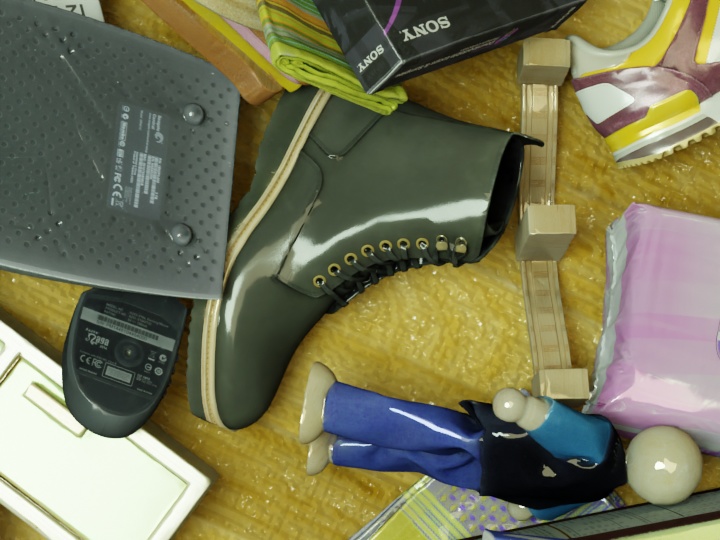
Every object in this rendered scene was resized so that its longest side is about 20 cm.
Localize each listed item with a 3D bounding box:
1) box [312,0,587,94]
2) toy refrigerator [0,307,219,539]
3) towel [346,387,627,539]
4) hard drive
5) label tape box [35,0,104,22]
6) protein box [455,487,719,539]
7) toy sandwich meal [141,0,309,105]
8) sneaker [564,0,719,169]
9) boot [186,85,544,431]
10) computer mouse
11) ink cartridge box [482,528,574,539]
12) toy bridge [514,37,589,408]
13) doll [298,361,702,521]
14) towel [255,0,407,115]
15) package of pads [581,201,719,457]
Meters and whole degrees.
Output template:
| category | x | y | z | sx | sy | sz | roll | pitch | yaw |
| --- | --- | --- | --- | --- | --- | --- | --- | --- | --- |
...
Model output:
| category | x | y | z | sx | sy | sz | roll | pitch | yaw |
| --- | --- | --- | --- | --- | --- | --- | --- | --- | --- |
| box | 0.012 | -0.194 | 0.808 | 0.143 | 0.036 | 0.201 | -25 | 84 | -40 |
| toy refrigerator | -0.177 | 0.079 | 0.868 | 0.200 | 0.070 | 0.076 | 38 | 87 | 2 |
| towel | 0.097 | 0.181 | 0.891 | 0.143 | 0.023 | 0.200 | -39 | 88 | -4 |
| hard drive | -0.157 | -0.060 | 0.802 | 0.199 | 0.042 | 0.136 | 14 | 70 | -30 |
| label tape box | -0.202 | -0.105 | 0.848 | 0.143 | 0.066 | 0.201 | -11 | 81 | -34 |
| protein box | 0.152 | 0.219 | 0.812 | 0.199 | 0.135 | 0.200 | -11 | 86 | -2 |
| toy sandwich meal | -0.088 | -0.179 | 0.838 | 0.070 | 0.205 | 0.205 | -40 | 88 | 31 |
| sneaker | 0.208 | -0.136 | 0.888 | 0.199 | 0.075 | 0.090 | -29 | 93 | -4 |
| boot | 0.000 | 0.000 | 0.849 | 0.138 | 0.077 | 0.201 | 17 | 87 | 25 |
| computer mouse | -0.111 | -0.001 | 0.864 | 0.058 | 0.034 | 0.201 | 23 | 57 | -12 |
| ink cartridge box | 0.090 | 0.219 | 0.720 | 0.094 | 0.044 | 0.201 | 6 | 86 | -2 |
| toy bridge | 0.099 | -0.018 | 0.879 | 0.027 | 0.067 | 0.201 | -1 | 77 | -2 |
| doll | 0.071 | 0.089 | 0.827 | 0.199 | 0.137 | 0.049 | 8 | 60 | 8 |
| towel | -0.031 | -0.172 | 0.811 | 0.018 | 0.086 | 0.201 | -32 | 59 | 31 |
| package of pads | 0.221 | 0.042 | 0.868 | 0.199 | 0.076 | 0.121 | 12 | 72 | -1 |
